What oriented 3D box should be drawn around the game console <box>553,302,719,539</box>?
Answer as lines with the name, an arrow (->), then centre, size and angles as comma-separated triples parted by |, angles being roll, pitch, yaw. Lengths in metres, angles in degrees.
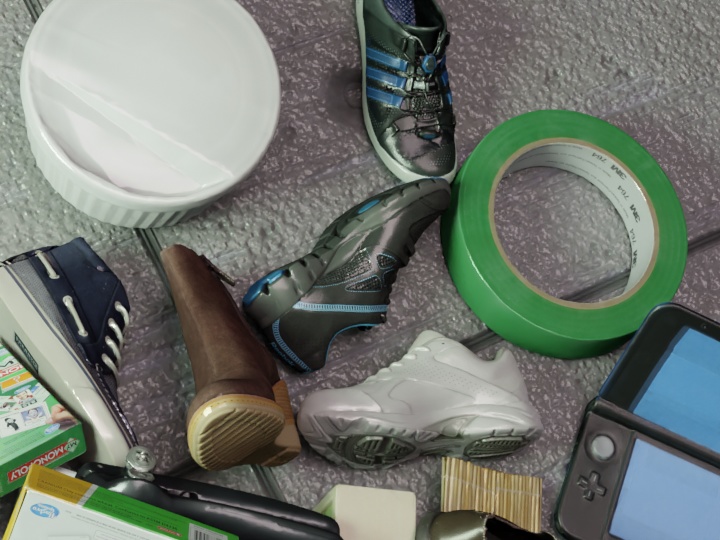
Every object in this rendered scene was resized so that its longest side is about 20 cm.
game console -> 0.274, 0.151, 1.681 | 0.199, 0.118, 0.172 | 24, 63, -6

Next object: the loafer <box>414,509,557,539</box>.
loafer -> 0.128, 0.231, 1.596 | 0.199, 0.071, 0.074 | 28, 57, -35

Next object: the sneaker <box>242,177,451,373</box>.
sneaker -> 0.000, 0.000, 1.692 | 0.200, 0.073, 0.082 | -37, 99, -21

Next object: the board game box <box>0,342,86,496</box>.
board game box -> -0.309, 0.127, 1.512 | 0.199, 0.029, 0.134 | -27, 41, -25

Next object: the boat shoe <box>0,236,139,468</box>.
boat shoe -> -0.194, 0.059, 1.582 | 0.092, 0.075, 0.200 | -25, 67, -28

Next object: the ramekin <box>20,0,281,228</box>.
ramekin -> -0.167, -0.125, 1.666 | 0.201, 0.094, 0.204 | 7, 66, -16

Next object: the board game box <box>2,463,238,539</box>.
board game box -> -0.187, 0.248, 1.466 | 0.152, 0.040, 0.201 | 21, 106, -10

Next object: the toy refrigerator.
toy refrigerator -> -0.004, 0.263, 1.569 | 0.069, 0.076, 0.202 | 7, 67, -15

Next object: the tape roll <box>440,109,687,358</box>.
tape roll -> 0.165, -0.030, 1.759 | 0.199, 0.048, 0.202 | 6, 67, -15

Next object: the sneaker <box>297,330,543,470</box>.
sneaker -> 0.039, 0.095, 1.661 | 0.199, 0.078, 0.100 | 2, 61, -27

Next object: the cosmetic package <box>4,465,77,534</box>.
cosmetic package -> -0.157, 0.219, 1.541 | 0.199, 0.071, 0.102 | 19, 64, -10

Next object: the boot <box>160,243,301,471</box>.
boot -> -0.111, 0.058, 1.564 | 0.072, 0.200, 0.167 | -29, 75, 5

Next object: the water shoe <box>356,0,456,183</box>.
water shoe -> 0.038, -0.165, 1.756 | 0.071, 0.079, 0.202 | -7, 71, -20

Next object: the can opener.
can opener -> -0.106, 0.171, 1.513 | 0.198, 0.079, 0.063 | 9, 25, -18

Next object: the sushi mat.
sushi mat -> 0.096, 0.243, 1.631 | 0.095, 0.012, 0.202 | 18, 63, -31
